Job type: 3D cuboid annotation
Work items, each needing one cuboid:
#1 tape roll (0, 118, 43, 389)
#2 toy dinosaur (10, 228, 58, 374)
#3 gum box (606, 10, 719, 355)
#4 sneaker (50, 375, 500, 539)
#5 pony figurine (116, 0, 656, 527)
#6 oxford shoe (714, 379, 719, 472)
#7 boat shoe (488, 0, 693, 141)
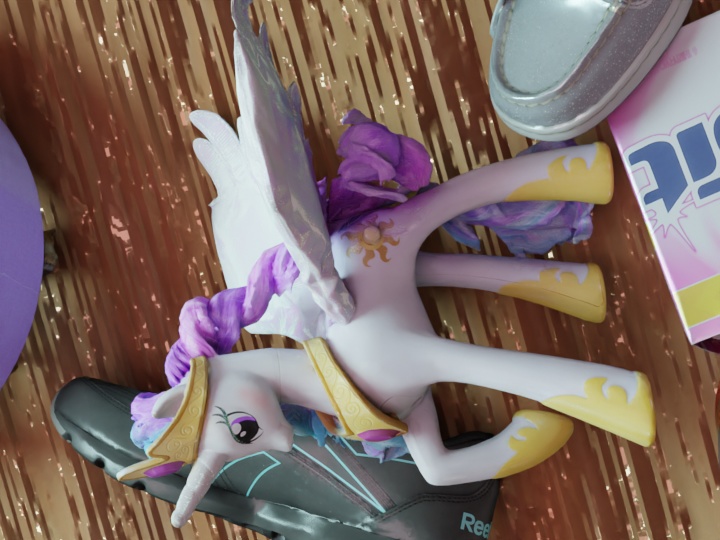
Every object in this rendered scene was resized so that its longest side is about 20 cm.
[{"bbox_3d":[-0.240,-0.006,0.923,0.200,0.066,0.200,-5,75,17],"label":"tape roll"},{"bbox_3d":[-0.217,0.035,0.973,0.200,0.060,0.106,-15,73,13],"label":"toy dinosaur"},{"bbox_3d":[0.201,-0.058,0.794,0.200,0.066,0.114,-24,74,20],"label":"gum box"},{"bbox_3d":[-0.034,0.077,0.916,0.200,0.075,0.079,20,86,12],"label":"sneaker"},{"bbox_3d":[0.000,0.000,0.837,0.200,0.167,0.193,-4,69,-6],"label":"pony figurine"},{"bbox_3d":[0.177,0.130,0.829,0.071,0.073,0.200,-16,112,20],"label":"oxford shoe"},{"bbox_3d":[0.095,-0.147,0.798,0.074,0.065,0.202,26,89,42],"label":"boat shoe"}]
